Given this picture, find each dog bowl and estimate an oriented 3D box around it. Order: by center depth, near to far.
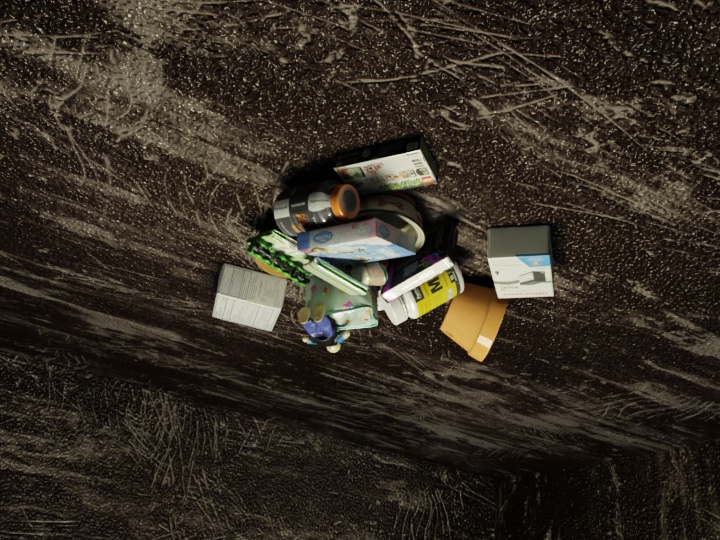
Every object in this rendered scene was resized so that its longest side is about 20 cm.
[{"bbox_3d":[0.055,-0.110,1.407,0.193,0.076,0.202,7,153,3],"label":"dog bowl"}]

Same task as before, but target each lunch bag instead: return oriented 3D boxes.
[{"bbox_3d":[-0.056,0.065,1.630,0.193,0.175,0.123,-10,149,11],"label":"lunch bag"}]

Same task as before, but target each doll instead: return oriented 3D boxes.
[{"bbox_3d":[-0.090,0.160,1.570,0.132,0.050,0.202,-6,147,13],"label":"doll"}]

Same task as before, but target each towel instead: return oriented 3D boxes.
[{"bbox_3d":[-0.061,0.016,1.448,0.149,0.024,0.200,29,173,-8],"label":"towel"},{"bbox_3d":[-0.179,-0.038,1.548,0.197,0.032,0.147,28,156,-31],"label":"towel"}]

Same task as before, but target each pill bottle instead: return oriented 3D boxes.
[{"bbox_3d":[-0.092,-0.137,1.330,0.196,0.109,0.105,-5,151,44],"label":"pill bottle"},{"bbox_3d":[0.150,0.047,1.527,0.196,0.116,0.115,-28,154,-11],"label":"pill bottle"}]

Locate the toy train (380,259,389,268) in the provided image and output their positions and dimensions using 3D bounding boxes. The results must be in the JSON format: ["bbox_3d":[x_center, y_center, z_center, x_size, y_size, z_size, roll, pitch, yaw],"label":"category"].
[{"bbox_3d":[0.084,-0.024,1.564,0.112,0.087,0.202,-18,138,12],"label":"toy train"}]

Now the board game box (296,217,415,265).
[{"bbox_3d":[-0.005,-0.057,1.332,0.194,0.045,0.198,-9,167,29],"label":"board game box"}]

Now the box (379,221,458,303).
[{"bbox_3d":[0.138,-0.018,1.430,0.197,0.145,0.036,-32,114,32],"label":"box"}]

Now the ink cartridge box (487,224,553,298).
[{"bbox_3d":[0.388,-0.017,1.471,0.140,0.086,0.201,-3,150,19],"label":"ink cartridge box"}]

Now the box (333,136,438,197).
[{"bbox_3d":[0.053,-0.209,1.267,0.194,0.036,0.110,-7,148,26],"label":"box"}]

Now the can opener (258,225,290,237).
[{"bbox_3d":[-0.164,-0.102,1.514,0.195,0.081,0.063,-7,-172,32],"label":"can opener"}]

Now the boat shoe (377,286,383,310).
[{"bbox_3d":[0.086,0.064,1.738,0.194,0.071,0.071,-3,123,29],"label":"boat shoe"}]

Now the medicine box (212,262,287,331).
[{"bbox_3d":[-0.335,0.083,1.836,0.194,0.106,0.183,15,151,-12],"label":"medicine box"}]

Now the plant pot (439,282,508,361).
[{"bbox_3d":[0.301,0.122,1.657,0.136,0.204,0.202,23,153,6],"label":"plant pot"}]

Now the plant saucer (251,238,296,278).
[{"bbox_3d":[-0.212,-0.028,1.671,0.193,0.036,0.202,7,152,4],"label":"plant saucer"}]

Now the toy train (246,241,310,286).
[{"bbox_3d":[-0.204,-0.015,1.545,0.056,0.043,0.199,12,162,47],"label":"toy train"}]

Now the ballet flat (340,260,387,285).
[{"bbox_3d":[0.000,0.000,1.485,0.066,0.070,0.199,-20,-160,-17],"label":"ballet flat"}]
